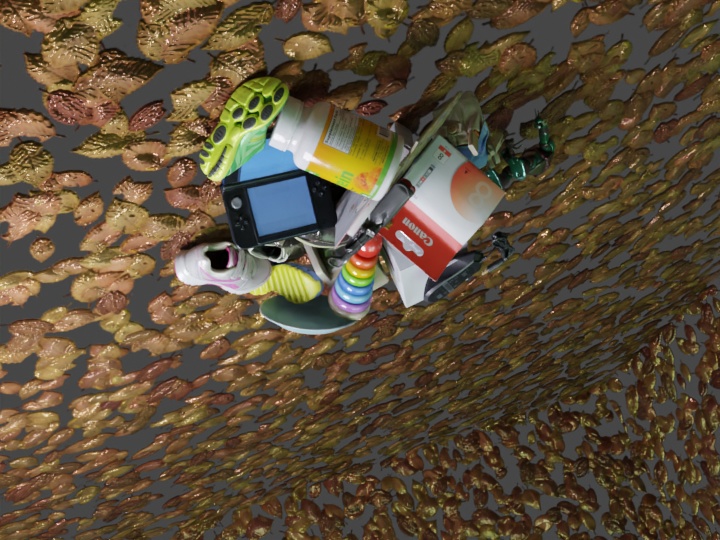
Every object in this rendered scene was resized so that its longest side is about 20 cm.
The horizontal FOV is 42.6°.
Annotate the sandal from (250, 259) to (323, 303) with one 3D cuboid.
[{"bbox_3d":[-0.143,0.011,1.833,0.086,0.198,0.081,-24,117,-43],"label":"sandal"}]

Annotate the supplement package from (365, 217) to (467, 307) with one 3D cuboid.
[{"bbox_3d":[0.107,-0.072,1.829,0.145,0.202,0.192,-24,155,-3],"label":"supplement package"}]

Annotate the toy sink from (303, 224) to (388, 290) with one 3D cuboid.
[{"bbox_3d":[-0.032,-0.040,1.844,0.111,0.132,0.200,-29,154,6],"label":"toy sink"}]

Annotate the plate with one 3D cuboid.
[{"bbox_3d":[-0.099,0.088,1.799,0.198,0.199,0.026,-8,112,-34],"label":"plate"}]

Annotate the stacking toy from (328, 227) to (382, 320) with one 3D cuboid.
[{"bbox_3d":[0.000,0.000,1.715,0.084,0.086,0.201,-12,144,-28],"label":"stacking toy"}]

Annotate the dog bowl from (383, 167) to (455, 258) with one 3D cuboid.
[{"bbox_3d":[0.126,-0.117,1.676,0.197,0.203,0.059,-18,170,-17],"label":"dog bowl"}]

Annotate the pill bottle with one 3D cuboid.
[{"bbox_3d":[-0.040,-0.198,1.460,0.197,0.112,0.111,22,140,-10],"label":"pill bottle"}]

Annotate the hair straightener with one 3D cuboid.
[{"bbox_3d":[0.011,-0.074,1.560,0.200,0.041,0.077,-43,180,21],"label":"hair straightener"}]

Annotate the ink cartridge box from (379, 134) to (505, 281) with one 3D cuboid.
[{"bbox_3d":[0.134,-0.111,1.612,0.201,0.162,0.050,-52,-175,-17],"label":"ink cartridge box"}]

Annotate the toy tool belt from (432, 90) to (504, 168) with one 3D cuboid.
[{"bbox_3d":[0.203,-0.230,1.708,0.124,0.124,0.200,-30,156,9],"label":"toy tool belt"}]

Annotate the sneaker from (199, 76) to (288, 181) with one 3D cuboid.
[{"bbox_3d":[-0.177,-0.225,1.431,0.200,0.074,0.083,-45,173,29],"label":"sneaker"}]

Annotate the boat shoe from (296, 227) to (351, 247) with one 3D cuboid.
[{"bbox_3d":[-0.098,-0.085,1.678,0.197,0.075,0.065,14,-178,-24],"label":"boat shoe"}]

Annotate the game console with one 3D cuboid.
[{"bbox_3d":[-0.129,-0.144,1.569,0.197,0.174,0.118,-15,180,-22],"label":"game console"}]

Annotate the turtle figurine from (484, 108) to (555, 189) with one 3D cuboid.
[{"bbox_3d":[0.329,-0.230,1.802,0.200,0.101,0.150,-43,174,-40],"label":"turtle figurine"}]

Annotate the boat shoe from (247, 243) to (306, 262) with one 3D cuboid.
[{"bbox_3d":[-0.167,-0.045,1.780,0.072,0.063,0.199,-37,154,23],"label":"boat shoe"}]

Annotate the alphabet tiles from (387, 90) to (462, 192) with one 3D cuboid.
[{"bbox_3d":[0.101,-0.211,1.533,0.201,0.006,0.167,-51,177,-29],"label":"alphabet tiles"}]

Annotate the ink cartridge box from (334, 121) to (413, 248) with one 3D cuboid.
[{"bbox_3d":[0.024,-0.143,1.622,0.043,0.175,0.201,29,116,-18],"label":"ink cartridge box"}]

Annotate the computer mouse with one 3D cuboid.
[{"bbox_3d":[0.203,-0.009,1.762,0.199,0.046,0.140,-39,158,12],"label":"computer mouse"}]

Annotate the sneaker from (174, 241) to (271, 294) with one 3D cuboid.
[{"bbox_3d":[-0.242,-0.007,1.721,0.198,0.083,0.088,3,162,-41],"label":"sneaker"}]

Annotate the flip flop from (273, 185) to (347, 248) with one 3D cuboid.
[{"bbox_3d":[-0.085,-0.102,1.748,0.198,0.082,0.057,-27,-166,-15],"label":"flip flop"}]
